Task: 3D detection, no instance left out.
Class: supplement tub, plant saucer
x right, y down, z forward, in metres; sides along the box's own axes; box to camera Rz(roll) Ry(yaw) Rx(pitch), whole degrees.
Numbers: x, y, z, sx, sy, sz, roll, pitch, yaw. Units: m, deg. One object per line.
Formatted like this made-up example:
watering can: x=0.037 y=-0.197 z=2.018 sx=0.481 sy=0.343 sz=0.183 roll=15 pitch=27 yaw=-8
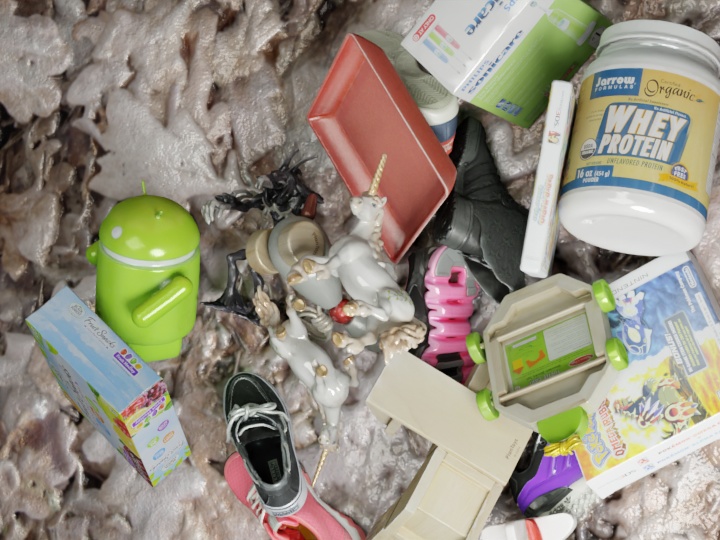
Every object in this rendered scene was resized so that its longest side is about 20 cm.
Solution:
supplement tub: x=0.278 y=-0.128 z=1.629 sx=0.144 sy=0.145 sz=0.201 roll=4 pitch=73 yaw=27
plant saucer: x=0.026 y=-0.131 z=1.762 sx=0.037 sy=0.200 sz=0.200 roll=-26 pitch=77 yaw=-23

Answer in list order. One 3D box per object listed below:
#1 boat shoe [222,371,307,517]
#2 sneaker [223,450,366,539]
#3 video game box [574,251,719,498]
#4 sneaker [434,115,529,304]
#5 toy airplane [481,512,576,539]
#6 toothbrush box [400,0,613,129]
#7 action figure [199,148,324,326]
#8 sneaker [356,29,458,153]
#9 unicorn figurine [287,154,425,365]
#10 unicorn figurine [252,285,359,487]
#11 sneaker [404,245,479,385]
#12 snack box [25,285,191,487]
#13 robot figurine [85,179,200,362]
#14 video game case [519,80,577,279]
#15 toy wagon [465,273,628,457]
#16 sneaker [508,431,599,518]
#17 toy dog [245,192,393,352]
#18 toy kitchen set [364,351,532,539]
boat shoe: x=-0.113 y=0.175 z=1.813 sx=0.073 sy=0.068 sz=0.200 roll=-19 pitch=46 yaw=2
sneaker: x=-0.082 y=0.259 z=1.814 sx=0.200 sy=0.087 sz=0.074 roll=36 pitch=103 yaw=25
video game box: x=0.276 y=0.096 z=1.626 sx=0.182 sy=0.047 sz=0.200 roll=-32 pitch=47 yaw=17
sneaker: x=0.136 y=-0.064 z=1.751 sx=0.060 sy=0.104 sz=0.200 roll=-46 pitch=26 yaw=49
toy airplane: x=0.175 y=0.336 z=1.618 sx=0.199 sy=0.141 sz=0.200 roll=31 pitch=116 yaw=10
toothbrush box: x=0.153 y=-0.239 z=1.685 sx=0.086 sy=0.200 sz=0.146 roll=46 pitch=106 yaw=23
action figure: x=-0.111 y=-0.043 z=1.855 sx=0.119 sy=0.102 sz=0.201 roll=20 pitch=96 yaw=38
sneaker: x=0.041 y=-0.188 z=1.806 sx=0.075 sy=0.085 sz=0.200 roll=-20 pitch=42 yaw=-15
unicorn figurine: x=0.000 y=0.000 z=1.678 sx=0.074 sy=0.137 sz=0.200 roll=-31 pitch=82 yaw=46
unicorn figurine: x=-0.051 y=0.112 z=1.796 sx=0.074 sy=0.137 sz=0.200 roll=-19 pitch=70 yaw=-14
sneaker: x=0.072 y=0.066 z=1.777 sx=0.095 sy=0.079 sz=0.201 roll=12 pitch=94 yaw=54
snack box: x=-0.280 y=0.132 z=1.867 sx=0.068 sy=0.200 sz=0.169 roll=-40 pitch=65 yaw=-19
robot figurine: x=-0.240 y=0.004 z=1.882 sx=0.175 sy=0.115 sz=0.201 roll=-132 pitch=42 yaw=-51
video game case: x=0.190 y=-0.084 z=1.653 sx=0.023 sy=0.200 sz=0.183 roll=10 pitch=89 yaw=10
toy wagon: x=0.186 y=0.099 z=1.629 sx=0.155 sy=0.040 sz=0.200 roll=-24 pitch=51 yaw=21
sneaker: x=0.225 y=0.174 z=1.679 sx=0.200 sy=0.070 sz=0.100 roll=-43 pitch=66 yaw=16
toy dog: x=-0.031 y=-0.005 z=1.784 sx=0.132 sy=0.200 sz=0.096 roll=12 pitch=62 yaw=36
toy kitchen set: x=0.062 y=0.188 z=1.729 sx=0.163 sy=0.181 sz=0.200 roll=32 pitch=60 yaw=-1
